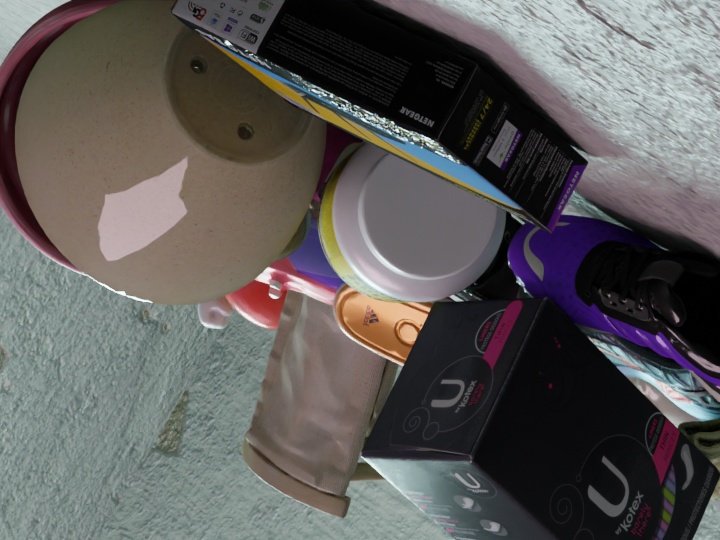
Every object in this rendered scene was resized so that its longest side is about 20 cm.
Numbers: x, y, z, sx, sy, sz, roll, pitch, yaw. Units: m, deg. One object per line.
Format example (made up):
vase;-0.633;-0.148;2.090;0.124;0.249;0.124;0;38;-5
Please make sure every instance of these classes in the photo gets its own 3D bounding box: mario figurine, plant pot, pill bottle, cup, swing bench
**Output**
mario figurine;-0.079;-0.022;2.079;0.105;0.124;0.201;6;-140;-21
plant pot;-0.163;-0.109;1.829;0.199;0.201;0.179;31;-168;-8
pill bottle;0.033;-0.035;1.643;0.112;0.113;0.200;31;177;-4
cup;-0.100;-0.094;1.580;0.199;0.201;0.143;31;154;-13
swing bench;-0.001;0.062;1.973;0.129;0.200;0.200;22;-166;22

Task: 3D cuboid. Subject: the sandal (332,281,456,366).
sandal;0.068;0.066;1.741;0.205;0.080;0.059;18;-147;14

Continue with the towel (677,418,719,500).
towel;0.293;0.124;1.728;0.147;0.037;0.200;-8;165;10

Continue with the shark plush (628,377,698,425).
shark plush;0.267;0.080;2.018;0.199;0.091;0.083;10;-154;-26

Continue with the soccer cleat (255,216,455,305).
soccer cleat;0.000;0.000;1.822;0.199;0.077;0.067;20;168;0

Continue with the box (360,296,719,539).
box;0.117;0.122;1.609;0.106;0.123;0.200;-3;143;48

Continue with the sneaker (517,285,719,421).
sneaker;0.189;0.030;1.735;0.199;0.080;0.096;21;158;32

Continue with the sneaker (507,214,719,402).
sneaker;0.178;0.010;1.531;0.199;0.070;0.100;27;168;18

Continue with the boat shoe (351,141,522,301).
boat shoe;0.075;-0.021;1.826;0.199;0.075;0.066;43;-176;-24

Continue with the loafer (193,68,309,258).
loafer;-0.095;-0.091;1.700;0.201;0.075;0.070;56;-173;-13

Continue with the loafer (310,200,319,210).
loafer;-0.093;-0.102;2.016;0.199;0.070;0.075;25;155;20

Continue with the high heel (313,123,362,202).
high heel;0.009;-0.057;1.856;0.096;0.068;0.200;40;-174;28

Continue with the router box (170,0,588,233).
router box;0.012;-0.101;1.401;0.199;0.051;0.149;28;177;34
